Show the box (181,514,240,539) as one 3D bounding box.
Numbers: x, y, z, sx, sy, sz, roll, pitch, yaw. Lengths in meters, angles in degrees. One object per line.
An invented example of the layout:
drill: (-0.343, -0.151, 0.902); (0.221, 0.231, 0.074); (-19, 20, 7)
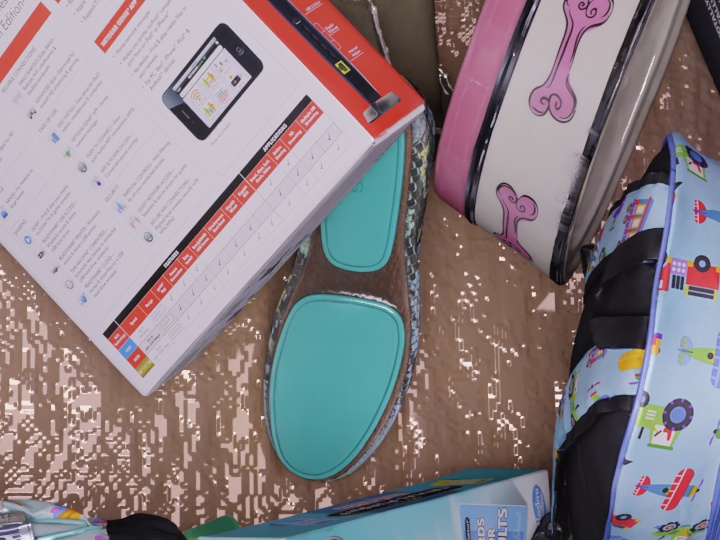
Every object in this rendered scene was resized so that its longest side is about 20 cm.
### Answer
box: (-0.126, 0.197, 1.112); (0.199, 0.048, 0.118); (-22, 80, -12)

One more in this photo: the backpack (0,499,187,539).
backpack: (-0.165, 0.164, 1.023); (0.199, 0.167, 0.127); (-5, 55, -7)

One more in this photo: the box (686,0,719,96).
box: (0.239, -0.139, 1.176); (0.106, 0.200, 0.123); (-18, 80, -14)

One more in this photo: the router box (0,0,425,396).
router box: (-0.095, -0.070, 1.108); (0.180, 0.200, 0.049); (47, 38, 3)

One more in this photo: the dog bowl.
dog bowl: (0.098, -0.098, 1.152); (0.074, 0.200, 0.201); (22, 73, 10)

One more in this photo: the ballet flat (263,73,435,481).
ballet flat: (0.000, 0.000, 1.158); (0.074, 0.074, 0.201); (10, 111, -7)

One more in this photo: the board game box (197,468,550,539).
board game box: (0.017, 0.173, 1.062); (0.200, 0.047, 0.152); (-8, 93, -54)

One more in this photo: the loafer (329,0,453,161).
loafer: (0.005, -0.135, 1.158); (0.069, 0.200, 0.075); (-18, 34, 19)

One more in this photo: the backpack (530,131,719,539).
backpack: (0.152, 0.041, 1.044); (0.134, 0.200, 0.183); (11, 71, 4)
